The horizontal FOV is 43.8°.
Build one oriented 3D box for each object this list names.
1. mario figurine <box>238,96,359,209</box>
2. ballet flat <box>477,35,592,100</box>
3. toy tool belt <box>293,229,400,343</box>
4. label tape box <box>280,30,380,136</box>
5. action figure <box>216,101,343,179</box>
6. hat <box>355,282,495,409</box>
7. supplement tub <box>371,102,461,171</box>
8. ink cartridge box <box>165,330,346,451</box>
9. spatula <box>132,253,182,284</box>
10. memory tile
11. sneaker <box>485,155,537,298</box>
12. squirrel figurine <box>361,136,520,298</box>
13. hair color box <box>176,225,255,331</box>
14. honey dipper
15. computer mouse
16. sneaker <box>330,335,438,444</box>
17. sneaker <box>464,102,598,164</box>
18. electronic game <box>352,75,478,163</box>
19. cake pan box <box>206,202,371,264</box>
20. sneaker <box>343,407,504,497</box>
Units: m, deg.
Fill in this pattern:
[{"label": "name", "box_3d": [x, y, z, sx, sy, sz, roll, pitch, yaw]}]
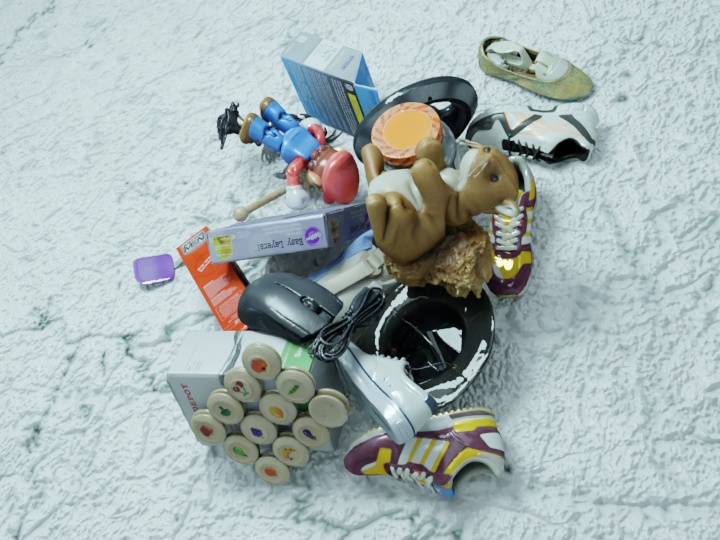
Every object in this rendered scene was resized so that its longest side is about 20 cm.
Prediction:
[{"label": "mario figurine", "box_3d": [-0.088, -0.164, 1.350, 0.199, 0.106, 0.124, 39, 100, 10]}, {"label": "ballet flat", "box_3d": [0.268, -0.321, 1.401, 0.198, 0.071, 0.071, 26, 68, 31]}, {"label": "toy tool belt", "box_3d": [0.000, 0.000, 1.243, 0.199, 0.125, 0.123, -36, 62, -8]}, {"label": "label tape box", "box_3d": [-0.019, -0.285, 1.425, 0.198, 0.144, 0.066, 26, 68, 31]}, {"label": "action figure", "box_3d": [-0.132, -0.208, 1.441, 0.197, 0.104, 0.119, 8, 17, -21]}, {"label": "hat", "box_3d": [0.095, 0.105, 1.167, 0.198, 0.081, 0.204, -14, 55, 21]}, {"label": "supplement tub", "box_3d": [0.085, -0.130, 1.251, 0.120, 0.201, 0.124, -9, 54, 13]}, {"label": "ink cartridge box", "box_3d": [-0.131, 0.155, 1.161, 0.196, 0.148, 0.085, 0, 41, 18]}, {"label": "spatula", "box_3d": [-0.264, -0.026, 1.413, 0.197, 0.021, 0.057, -21, 52, 4]}, {"label": "memory tile", "box_3d": [-0.114, 0.183, 1.103, 0.152, 0.200, 0.017, 35, 36, -8]}, {"label": "sneaker", "box_3d": [0.203, -0.061, 1.233, 0.074, 0.091, 0.203, -1, 57, 18]}, {"label": "squirrel figurine", "box_3d": [0.109, -0.069, 1.116, 0.183, 0.203, 0.142, -13, 28, 6]}, {"label": "hair color box", "box_3d": [-0.185, 0.038, 1.292, 0.061, 0.102, 0.201, -36, 54, -3]}, {"label": "honey dipper", "box_3d": [-0.125, -0.119, 1.359, 0.038, 0.039, 0.199, 22, 37, 29]}, {"label": "computer mouse", "box_3d": [-0.077, 0.040, 1.129, 0.197, 0.053, 0.139, 11, 40, 34]}, {"label": "sneaker", "box_3d": [0.028, 0.135, 1.094, 0.070, 0.074, 0.200, -29, 39, -13]}, {"label": "sneaker", "box_3d": [0.250, -0.197, 1.319, 0.196, 0.074, 0.081, -3, 58, 17]}, {"label": "electronic game", "box_3d": [0.081, -0.214, 1.312, 0.197, 0.200, 0.042, -25, 68, 1]}, {"label": "cake pan box", "box_3d": [-0.095, -0.057, 1.277, 0.181, 0.200, 0.053, -5, 97, 19]}, {"label": "sneaker", "box_3d": [0.075, 0.232, 1.082, 0.197, 0.075, 0.091, -18, 59, 13]}]
